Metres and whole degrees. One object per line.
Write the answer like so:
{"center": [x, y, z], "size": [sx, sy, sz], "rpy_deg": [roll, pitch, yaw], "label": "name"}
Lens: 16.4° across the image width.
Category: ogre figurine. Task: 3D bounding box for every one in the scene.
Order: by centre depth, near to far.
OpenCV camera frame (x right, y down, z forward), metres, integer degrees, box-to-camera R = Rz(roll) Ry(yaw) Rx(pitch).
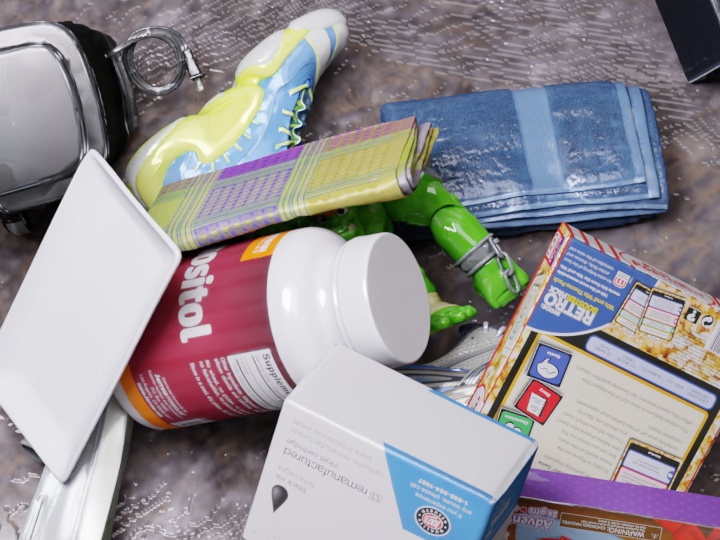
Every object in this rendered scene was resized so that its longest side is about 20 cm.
{"center": [0.000, 0.000, 1.705], "size": [0.200, 0.098, 0.120], "rpy_deg": [-24, 87, 28], "label": "ogre figurine"}

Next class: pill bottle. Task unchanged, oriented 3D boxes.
{"center": [-0.061, 0.035, 1.622], "size": [0.199, 0.113, 0.113], "rpy_deg": [-12, 62, 28], "label": "pill bottle"}

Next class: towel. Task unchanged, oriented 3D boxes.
{"center": [-0.048, -0.053, 1.650], "size": [0.199, 0.144, 0.023], "rpy_deg": [-15, 108, 12], "label": "towel"}
{"center": [0.114, -0.081, 1.780], "size": [0.199, 0.049, 0.112], "rpy_deg": [-6, 65, -3], "label": "towel"}

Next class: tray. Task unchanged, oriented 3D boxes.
{"center": [-0.176, 0.030, 1.608], "size": [0.022, 0.200, 0.107], "rpy_deg": [-7, 46, -46], "label": "tray"}

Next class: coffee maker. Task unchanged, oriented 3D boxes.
{"center": [-0.213, -0.117, 1.686], "size": [0.192, 0.200, 0.135], "rpy_deg": [-38, 97, 1], "label": "coffee maker"}

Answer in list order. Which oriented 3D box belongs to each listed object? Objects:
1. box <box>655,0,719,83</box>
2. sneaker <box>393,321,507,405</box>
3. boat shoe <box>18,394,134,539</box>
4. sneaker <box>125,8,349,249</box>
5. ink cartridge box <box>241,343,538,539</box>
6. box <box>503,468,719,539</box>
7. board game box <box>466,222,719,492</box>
{"center": [0.302, -0.266, 1.802], "size": [0.198, 0.123, 0.201], "rpy_deg": [-21, 88, -10], "label": "box"}
{"center": [0.102, 0.068, 1.699], "size": [0.199, 0.077, 0.085], "rpy_deg": [-11, 60, -8], "label": "sneaker"}
{"center": [-0.192, 0.119, 1.670], "size": [0.071, 0.070, 0.201], "rpy_deg": [10, 68, 0], "label": "boat shoe"}
{"center": [-0.065, -0.092, 1.774], "size": [0.200, 0.076, 0.105], "rpy_deg": [-41, 82, -5], "label": "sneaker"}
{"center": [0.006, 0.170, 1.551], "size": [0.144, 0.200, 0.084], "rpy_deg": [25, 32, 12], "label": "ink cartridge box"}
{"center": [0.144, 0.200, 1.606], "size": [0.199, 0.137, 0.039], "rpy_deg": [8, 29, 3], "label": "box"}
{"center": [0.154, 0.092, 1.629], "size": [0.151, 0.046, 0.200], "rpy_deg": [27, 99, -7], "label": "board game box"}
